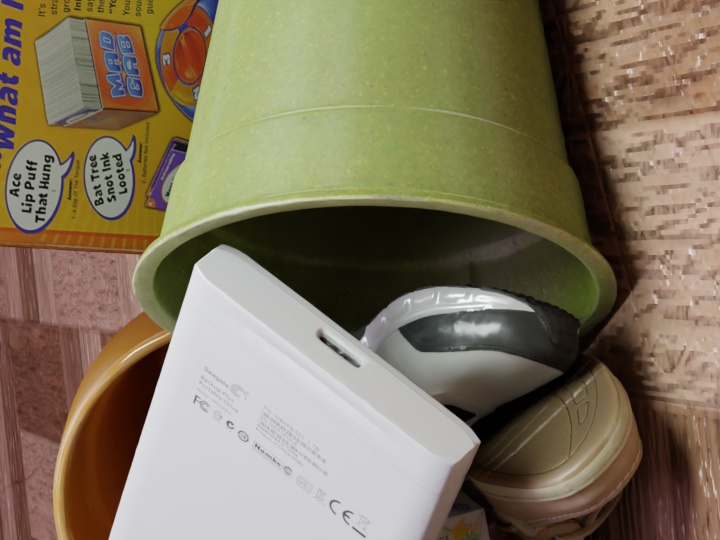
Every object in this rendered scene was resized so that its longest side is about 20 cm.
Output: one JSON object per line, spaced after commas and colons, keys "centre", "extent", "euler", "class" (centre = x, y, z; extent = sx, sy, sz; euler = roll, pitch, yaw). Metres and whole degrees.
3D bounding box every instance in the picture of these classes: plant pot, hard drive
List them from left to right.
{"centre": [-0.051, 0.081, 1.506], "extent": [0.183, 0.199, 0.202], "euler": [-93, 2, -69], "class": "plant pot"}
{"centre": [-0.034, 0.098, 1.200], "extent": [0.132, 0.027, 0.201], "euler": [37, 136, 16], "class": "hard drive"}
{"centre": [0.009, -0.077, 1.240], "extent": [0.200, 0.199, 0.191], "euler": [119, 155, -65], "class": "plant pot"}

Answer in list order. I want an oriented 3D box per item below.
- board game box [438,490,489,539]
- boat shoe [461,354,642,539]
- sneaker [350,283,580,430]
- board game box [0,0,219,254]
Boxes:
{"centre": [0.019, 0.147, 1.320], "extent": [0.200, 0.034, 0.135], "euler": [-148, 46, -70], "class": "board game box"}
{"centre": [0.081, 0.082, 1.224], "extent": [0.065, 0.072, 0.200], "euler": [48, 169, -9], "class": "boat shoe"}
{"centre": [0.015, 0.063, 1.227], "extent": [0.199, 0.073, 0.081], "euler": [-23, 55, 42], "class": "sneaker"}
{"centre": [-0.143, -0.111, 1.355], "extent": [0.199, 0.199, 0.202], "euler": [5, 91, 51], "class": "board game box"}
